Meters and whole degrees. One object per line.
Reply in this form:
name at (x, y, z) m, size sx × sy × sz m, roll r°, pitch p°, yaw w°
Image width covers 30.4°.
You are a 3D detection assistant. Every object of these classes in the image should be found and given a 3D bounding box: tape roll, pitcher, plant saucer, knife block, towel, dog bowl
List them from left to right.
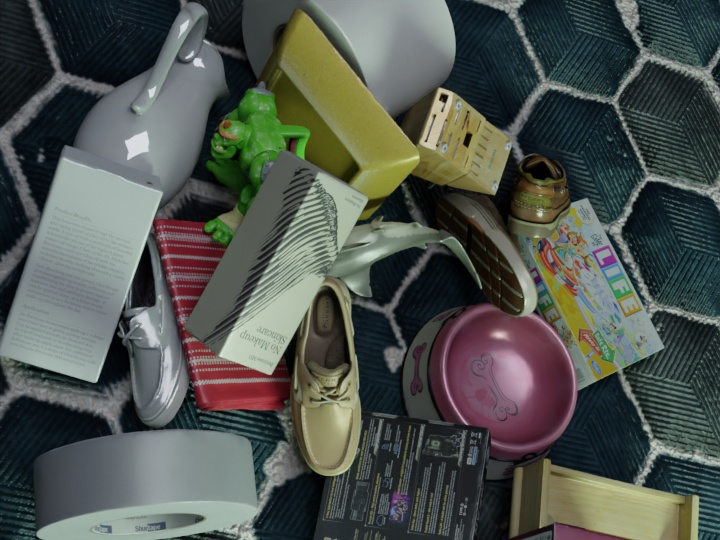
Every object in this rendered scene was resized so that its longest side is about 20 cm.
tape roll at (-0.195, 0.199, 1.204) m, size 0.199 × 0.200 × 0.067 m, roll -1°, pitch 70°, yaw -22°
pitcher at (-0.211, -0.164, 1.352) m, size 0.121 × 0.172 × 0.201 m, roll 25°, pitch 61°, yaw 9°
towel at (-0.140, 0.046, 1.349) m, size 0.144 × 0.022 × 0.201 m, roll 5°, pitch 65°, yaw -55°
plant saucer at (-0.044, -0.149, 1.398) m, size 0.048 × 0.200 × 0.200 m, roll -37°, pitch 87°, yaw -24°
tape roll at (-0.013, -0.252, 1.448) m, size 0.139 × 0.203 × 0.203 m, roll -37°, pitch 87°, yaw -28°
knife block at (0.064, -0.140, 1.428) m, size 0.200 × 0.175 × 0.064 m, roll 28°, pitch 79°, yaw -54°
dog bowl at (0.148, 0.124, 1.444) m, size 0.199 × 0.074 × 0.201 m, roll 8°, pitch 68°, yaw -20°

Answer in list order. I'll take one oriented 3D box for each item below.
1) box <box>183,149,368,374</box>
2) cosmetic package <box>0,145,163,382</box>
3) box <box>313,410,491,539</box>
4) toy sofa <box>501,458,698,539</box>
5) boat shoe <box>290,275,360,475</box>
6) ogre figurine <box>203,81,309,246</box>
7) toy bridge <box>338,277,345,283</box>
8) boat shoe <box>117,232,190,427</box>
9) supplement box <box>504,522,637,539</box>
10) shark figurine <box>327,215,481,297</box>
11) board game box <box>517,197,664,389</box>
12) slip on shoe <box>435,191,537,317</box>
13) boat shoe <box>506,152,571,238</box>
box at (-0.081, -0.007, 1.274) m, size 0.082 × 0.068 × 0.201 m, roll 23°, pitch 96°, yaw -46°
cosmetic package at (-0.269, -0.006, 1.269) m, size 0.101 × 0.071 × 0.201 m, roll 19°, pitch 101°, yaw -15°
box at (0.039, 0.248, 1.330) m, size 0.159 × 0.044 × 0.201 m, roll 6°, pitch 65°, yaw 11°
toy sofa at (0.255, 0.268, 1.418) m, size 0.199 × 0.098 × 0.083 m, roll 15°, pitch 67°, yaw -16°
boat shoe at (-0.037, 0.107, 1.313) m, size 0.071 × 0.065 × 0.201 m, roll -4°, pitch 91°, yaw -2°
ogre figurine at (-0.111, -0.108, 1.363) m, size 0.098 × 0.120 × 0.201 m, roll 20°, pitch 41°, yaw -9°
toy bridge at (-0.053, 0.004, 1.434) m, size 0.067 × 0.027 × 0.201 m, roll -17°, pitch 78°, yaw -28°
boat shoe at (-0.209, 0.054, 1.314) m, size 0.068 × 0.072 × 0.201 m, roll 29°, pitch 58°, yaw -45°
supplement box at (0.196, 0.326, 1.315) m, size 0.130 × 0.200 × 0.104 m, roll 16°, pitch 66°, yaw -17°
shark figurine at (0.018, -0.009, 1.401) m, size 0.213 × 0.128 × 0.090 m, roll -9°, pitch 116°, yaw 8°
board game box at (0.257, 0.024, 1.531) m, size 0.134 × 0.034 × 0.201 m, roll -19°, pitch 78°, yaw -40°
slip on shoe at (0.151, -0.023, 1.460) m, size 0.060 × 0.076 × 0.200 m, roll -10°, pitch 34°, yaw -22°
boat shoe at (0.207, -0.096, 1.493) m, size 0.071 × 0.200 × 0.068 m, roll 9°, pitch 110°, yaw 5°
